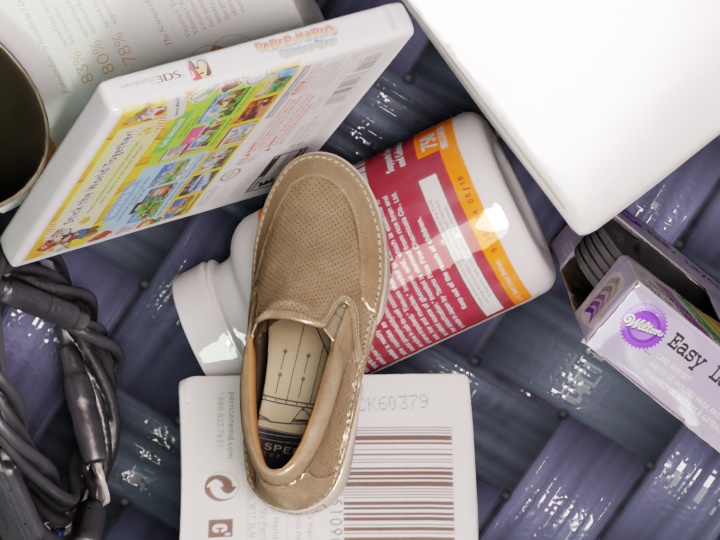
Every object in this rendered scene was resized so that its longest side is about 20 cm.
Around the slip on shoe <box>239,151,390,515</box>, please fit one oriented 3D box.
[{"bbox_3d":[-0.031,0.028,1.593,0.076,0.061,0.201,4,73,17],"label":"slip on shoe"}]

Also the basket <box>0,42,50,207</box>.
[{"bbox_3d":[-0.291,-0.045,1.585,0.180,0.136,0.200,10,148,-35],"label":"basket"}]

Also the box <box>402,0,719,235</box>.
[{"bbox_3d":[0.128,-0.167,1.591,0.199,0.171,0.200,-37,106,6],"label":"box"}]

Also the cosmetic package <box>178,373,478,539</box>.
[{"bbox_3d":[-0.018,0.179,1.681,0.164,0.165,0.200,0,142,0],"label":"cosmetic package"}]

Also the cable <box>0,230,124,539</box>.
[{"bbox_3d":[-0.178,0.060,1.677,0.051,0.163,0.201,-8,120,23],"label":"cable"}]

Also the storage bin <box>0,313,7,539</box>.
[{"bbox_3d":[-0.289,0.086,1.710,0.199,0.146,0.135,-1,99,0],"label":"storage bin"}]

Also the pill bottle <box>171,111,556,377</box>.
[{"bbox_3d":[0.000,0.000,1.687,0.199,0.113,0.113,-25,107,8],"label":"pill bottle"}]

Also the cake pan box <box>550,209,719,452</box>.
[{"bbox_3d":[0.196,0.049,1.669,0.200,0.184,0.052,38,101,-11],"label":"cake pan box"}]

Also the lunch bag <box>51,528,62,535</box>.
[{"bbox_3d":[-0.239,0.258,1.759,0.200,0.124,0.171,-29,120,-22],"label":"lunch bag"}]

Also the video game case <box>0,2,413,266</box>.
[{"bbox_3d":[-0.085,-0.071,1.597,0.182,0.200,0.023,-18,75,-28],"label":"video game case"}]

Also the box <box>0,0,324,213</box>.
[{"bbox_3d":[-0.134,-0.138,1.647,0.199,0.098,0.125,-24,108,7],"label":"box"}]
